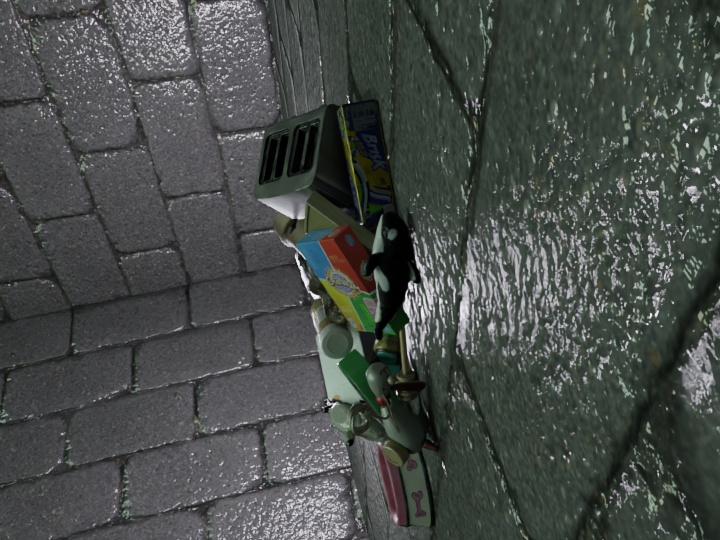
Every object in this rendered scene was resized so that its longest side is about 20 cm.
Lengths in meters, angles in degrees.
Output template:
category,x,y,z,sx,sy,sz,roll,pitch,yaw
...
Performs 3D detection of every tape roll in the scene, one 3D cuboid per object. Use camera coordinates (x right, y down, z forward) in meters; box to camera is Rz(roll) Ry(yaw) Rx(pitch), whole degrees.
category,x,y,z,sx,sy,sz,roll,pitch,yaw
tape roll,0.033,0.246,1.397,0.201,0.048,0.201,51,172,10

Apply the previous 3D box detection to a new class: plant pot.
category,x,y,z,sx,sy,sz,roll,pitch,yaw
plant pot,-0.077,-0.079,1.636,0.176,0.198,0.201,58,165,19

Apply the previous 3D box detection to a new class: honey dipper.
category,x,y,z,sx,sy,sz,roll,pitch,yaw
honey dipper,0.076,0.136,1.293,0.038,0.037,0.204,-126,27,-71

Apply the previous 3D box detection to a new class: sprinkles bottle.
category,x,y,z,sx,sy,sz,roll,pitch,yaw
sprinkles bottle,-0.062,0.117,1.503,0.200,0.067,0.070,-121,21,-71

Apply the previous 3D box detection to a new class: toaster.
category,x,y,z,sx,sy,sz,roll,pitch,yaw
toaster,-0.093,-0.191,1.323,0.179,0.118,0.204,-7,69,44

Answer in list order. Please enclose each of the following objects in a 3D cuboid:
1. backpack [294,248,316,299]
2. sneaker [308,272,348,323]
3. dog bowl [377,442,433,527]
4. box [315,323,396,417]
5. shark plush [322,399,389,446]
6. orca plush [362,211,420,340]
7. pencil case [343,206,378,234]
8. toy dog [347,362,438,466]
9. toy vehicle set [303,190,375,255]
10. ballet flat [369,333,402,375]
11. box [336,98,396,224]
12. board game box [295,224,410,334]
category,x,y,z,sx,sy,sz,roll,pitch,yaw
backpack,-0.091,-0.032,1.828,0.200,0.151,0.179,70,-176,-77
sneaker,-0.041,0.054,1.480,0.071,0.075,0.200,-65,29,13
dog bowl,0.088,0.432,1.477,0.200,0.072,0.204,169,90,-81
box,-0.008,0.223,1.590,0.097,0.123,0.203,13,-121,-53
shark plush,-0.022,0.313,1.472,0.198,0.082,0.092,-5,68,52
orca plush,0.057,0.014,1.132,0.070,0.104,0.204,19,100,36
pencil case,0.004,-0.047,1.379,0.084,0.084,0.204,-57,-39,-72
toy dog,0.075,0.253,1.225,0.200,0.095,0.133,49,-123,-43
toy vehicle set,-0.014,-0.045,1.263,0.199,0.027,0.125,37,159,7
ballet flat,0.055,0.159,1.409,0.201,0.069,0.072,92,164,-67
box,0.010,-0.182,1.227,0.070,0.063,0.204,-165,65,-81
board game box,-0.015,0.019,1.256,0.201,0.040,0.152,56,155,-16
